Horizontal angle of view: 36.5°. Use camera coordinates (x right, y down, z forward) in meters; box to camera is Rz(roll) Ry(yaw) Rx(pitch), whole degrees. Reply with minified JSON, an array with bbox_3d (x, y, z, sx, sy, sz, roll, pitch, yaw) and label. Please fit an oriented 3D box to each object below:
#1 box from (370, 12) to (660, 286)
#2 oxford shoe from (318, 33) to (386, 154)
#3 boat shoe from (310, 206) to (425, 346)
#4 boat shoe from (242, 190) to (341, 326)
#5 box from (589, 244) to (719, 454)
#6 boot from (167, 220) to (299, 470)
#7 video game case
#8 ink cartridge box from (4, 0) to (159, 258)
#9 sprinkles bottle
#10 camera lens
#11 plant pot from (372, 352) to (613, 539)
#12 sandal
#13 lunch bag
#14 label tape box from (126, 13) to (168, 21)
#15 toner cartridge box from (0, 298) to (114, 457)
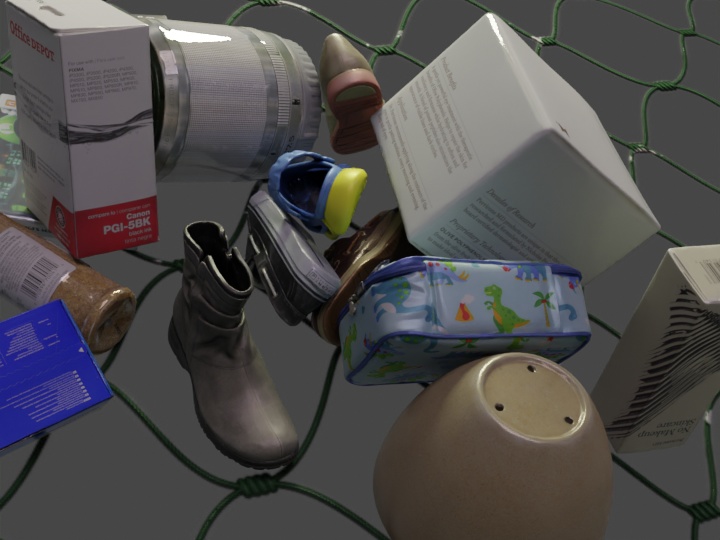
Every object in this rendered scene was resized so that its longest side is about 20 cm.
[{"bbox_3d":[0.148,-0.099,1.078,0.200,0.171,0.199,32,29,-36],"label":"box"},{"bbox_3d":[-0.008,-0.184,1.165,0.071,0.200,0.074,-17,74,-5],"label":"oxford shoe"},{"bbox_3d":[0.000,0.000,1.070,0.072,0.072,0.200,3,41,35],"label":"boat shoe"},{"bbox_3d":[-0.083,-0.015,1.043,0.072,0.071,0.200,42,6,-29],"label":"boat shoe"},{"bbox_3d":[0.278,0.072,0.960,0.082,0.200,0.068,-5,45,-20],"label":"box"},{"bbox_3d":[-0.109,0.059,0.911,0.068,0.131,0.200,-15,49,-29],"label":"boot"},{"bbox_3d":[-0.302,-0.105,1.117,0.181,0.023,0.200,9,42,-7],"label":"video game case"},{"bbox_3d":[-0.247,-0.133,0.971,0.083,0.201,0.147,-14,30,-30],"label":"ink cartridge box"},{"bbox_3d":[-0.296,0.000,0.969,0.200,0.068,0.068,30,43,16],"label":"sprinkles bottle"},{"bbox_3d":[-0.161,-0.169,1.106,0.200,0.160,0.160,-5,44,-41],"label":"camera lens"},{"bbox_3d":[0.120,0.145,0.884,0.200,0.135,0.201,8,41,-7],"label":"plant pot"},{"bbox_3d":[-0.044,-0.079,1.059,0.087,0.200,0.080,20,86,-2],"label":"sandal"},{"bbox_3d":[0.085,0.049,0.959,0.199,0.161,0.083,0,67,-17],"label":"lunch bag"},{"bbox_3d":[-0.288,-0.253,1.239,0.143,0.066,0.200,-3,39,-22],"label":"label tape box"},{"bbox_3d":[-0.303,0.103,0.845,0.200,0.043,0.095,-25,83,-36],"label":"toner cartridge box"}]
